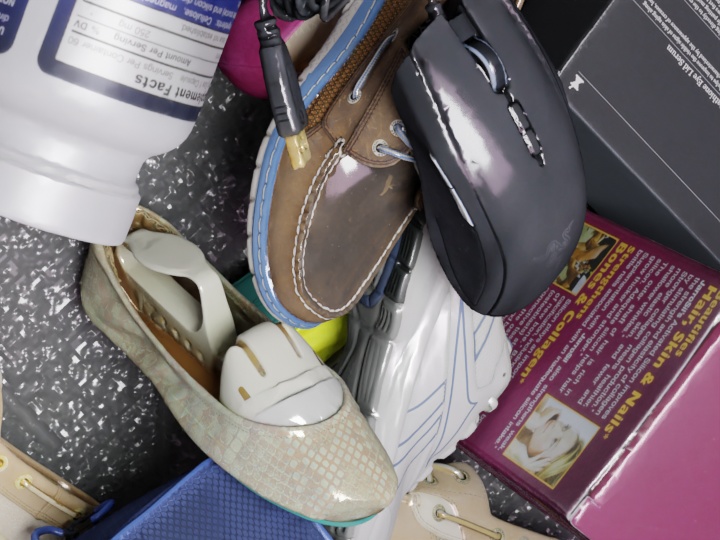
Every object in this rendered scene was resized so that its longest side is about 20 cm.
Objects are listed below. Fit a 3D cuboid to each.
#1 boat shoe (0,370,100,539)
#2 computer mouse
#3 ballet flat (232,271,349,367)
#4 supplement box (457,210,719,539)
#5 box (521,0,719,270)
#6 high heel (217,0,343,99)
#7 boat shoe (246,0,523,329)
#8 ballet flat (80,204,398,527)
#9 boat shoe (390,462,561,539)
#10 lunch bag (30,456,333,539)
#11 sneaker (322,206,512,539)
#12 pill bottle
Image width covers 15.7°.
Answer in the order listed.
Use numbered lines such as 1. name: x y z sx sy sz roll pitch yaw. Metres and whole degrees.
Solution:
1. boat shoe: -0.188 0.066 1.163 0.069 0.074 0.200 -44 125 -10
2. computer mouse: 0.032 -0.057 1.052 0.140 0.046 0.200 -29 117 -33
3. ballet flat: 0.000 0.000 1.234 0.200 0.067 0.067 -39 136 -6
4. supplement box: 0.122 0.059 1.218 0.103 0.200 0.131 39 88 -27
5. box: 0.171 -0.079 1.261 0.200 0.079 0.141 44 72 -26
6. high heel: 0.023 -0.132 1.182 0.200 0.096 0.067 -19 110 -17
7. boat shoe: 0.015 -0.067 1.115 0.072 0.072 0.200 30 76 -40
8. ballet flat: -0.060 0.037 1.137 0.067 0.200 0.062 -28 139 -32
9. boat shoe: 0.032 0.123 1.273 0.200 0.072 0.065 30 78 -25
10. lunch bag: -0.073 0.186 1.141 0.200 0.132 0.136 52 42 3
11. sneaker: 0.026 0.056 1.180 0.087 0.075 0.200 13 100 -31
12. pill bottle: -0.111 -0.118 1.117 0.116 0.116 0.200 19 96 -26
